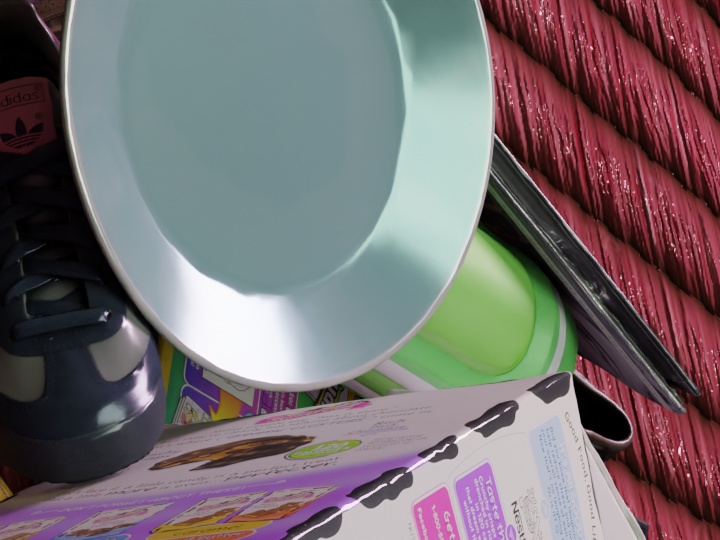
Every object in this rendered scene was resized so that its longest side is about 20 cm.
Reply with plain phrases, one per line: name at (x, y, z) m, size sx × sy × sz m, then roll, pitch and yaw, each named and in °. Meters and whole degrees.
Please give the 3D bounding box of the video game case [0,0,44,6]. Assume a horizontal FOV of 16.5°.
video game case at (-0.206, -0.163, 0.846) m, size 0.199 × 0.024 × 0.183 m, roll -19°, pitch 94°, yaw -39°

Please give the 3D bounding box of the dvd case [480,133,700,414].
dvd case at (0.067, -0.013, 1.080) m, size 0.016 × 0.200 × 0.149 m, roll -41°, pitch 103°, yaw -5°

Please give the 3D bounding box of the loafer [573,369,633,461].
loafer at (0.054, 0.031, 1.143) m, size 0.200 × 0.063 × 0.072 m, roll 43°, pitch 46°, yaw -37°

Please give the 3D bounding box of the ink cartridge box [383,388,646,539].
ink cartridge box at (0.025, 0.162, 0.886) m, size 0.200 × 0.084 × 0.145 m, roll -57°, pitch 132°, yaw -32°

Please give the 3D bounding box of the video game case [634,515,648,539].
video game case at (0.078, 0.185, 1.079) m, size 0.200 × 0.025 × 0.182 m, roll 31°, pitch 65°, yaw -65°

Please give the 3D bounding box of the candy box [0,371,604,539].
candy box at (-0.040, 0.095, 0.747) m, size 0.200 × 0.167 × 0.072 m, roll -23°, pitch 102°, yaw -59°

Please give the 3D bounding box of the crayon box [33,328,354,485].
crayon box at (-0.063, 0.070, 0.973) m, size 0.119 × 0.058 × 0.201 m, roll 35°, pitch 51°, yaw -43°

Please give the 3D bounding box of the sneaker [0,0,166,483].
sneaker at (-0.111, -0.015, 0.828) m, size 0.200 × 0.070 × 0.082 m, roll -115°, pitch -163°, yaw -50°

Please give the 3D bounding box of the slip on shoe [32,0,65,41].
slip on shoe at (-0.129, -0.114, 0.945) m, size 0.200 × 0.060 × 0.077 m, roll -9°, pitch 86°, yaw -55°

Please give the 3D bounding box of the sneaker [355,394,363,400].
sneaker at (0.006, 0.127, 1.050) m, size 0.082 × 0.077 × 0.201 m, roll 62°, pitch 36°, yaw -47°

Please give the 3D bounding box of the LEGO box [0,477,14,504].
LEGO box at (-0.148, 0.154, 0.791) m, size 0.201 × 0.077 × 0.149 m, roll 61°, pitch 35°, yaw -30°

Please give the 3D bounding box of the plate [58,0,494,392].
plate at (-0.029, -0.059, 0.852) m, size 0.199 × 0.025 × 0.202 m, roll 0°, pitch 90°, yaw -44°

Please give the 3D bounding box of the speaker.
speaker at (0.000, 0.000, 0.962) m, size 0.200 × 0.088 × 0.089 m, roll 33°, pitch 53°, yaw -43°
